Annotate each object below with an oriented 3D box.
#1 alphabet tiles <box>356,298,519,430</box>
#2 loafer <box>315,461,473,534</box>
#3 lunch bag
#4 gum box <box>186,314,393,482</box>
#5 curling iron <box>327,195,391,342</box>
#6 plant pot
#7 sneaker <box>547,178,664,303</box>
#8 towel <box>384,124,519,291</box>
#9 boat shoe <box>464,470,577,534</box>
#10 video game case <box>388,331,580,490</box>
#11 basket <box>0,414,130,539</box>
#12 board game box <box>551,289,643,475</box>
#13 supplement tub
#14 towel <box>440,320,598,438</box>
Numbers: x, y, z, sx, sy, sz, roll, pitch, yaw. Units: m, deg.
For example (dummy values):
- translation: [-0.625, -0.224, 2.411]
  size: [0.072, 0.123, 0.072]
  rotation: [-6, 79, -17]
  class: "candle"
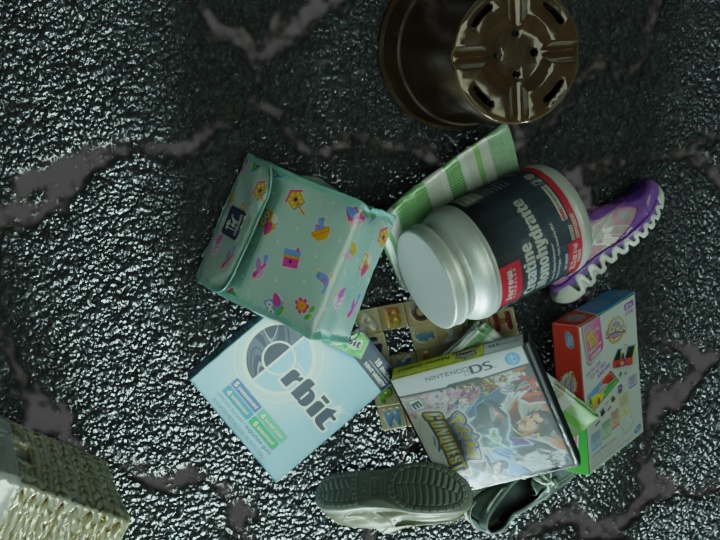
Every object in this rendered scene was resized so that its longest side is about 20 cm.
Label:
- translation: [0.104, 0.109, 1.496]
  size: [0.199, 0.008, 0.168]
  rotation: [-11, 107, 12]
  class: "alphabet tiles"
- translation: [0.045, 0.290, 1.508]
  size: [0.198, 0.076, 0.070]
  rotation: [-1, 139, 14]
  class: "loafer"
- translation: [-0.086, -0.029, 1.371]
  size: [0.199, 0.122, 0.171]
  rotation: [25, 95, 24]
  class: "lunch bag"
- translation: [-0.081, 0.128, 1.459]
  size: [0.200, 0.045, 0.170]
  rotation: [-39, 103, -6]
  class: "gum box"
- translation: [0.000, 0.000, 1.440]
  size: [0.049, 0.026, 0.201]
  rotation: [15, 68, 12]
  class: "curling iron"
- translation: [0.141, -0.251, 1.368]
  size: [0.199, 0.198, 0.202]
  rotation: [-4, 104, -15]
  class: "plant pot"
- translation: [0.300, -0.053, 1.527]
  size: [0.200, 0.080, 0.089]
  rotation: [-44, 103, -2]
  class: "sneaker"
- translation: [0.114, -0.072, 1.455]
  size: [0.199, 0.023, 0.153]
  rotation: [-35, 142, -7]
  class: "towel"
- translation: [0.233, 0.286, 1.587]
  size: [0.199, 0.062, 0.073]
  rotation: [-30, 109, -8]
  class: "boat shoe"
- translation: [0.154, 0.181, 1.465]
  size: [0.180, 0.026, 0.201]
  rotation: [-17, 118, 18]
  class: "video game case"
- translation: [-0.377, 0.297, 1.339]
  size: [0.160, 0.198, 0.201]
  rotation: [23, 95, -24]
  class: "basket"
- translation: [0.311, 0.142, 1.550]
  size: [0.153, 0.040, 0.202]
  rotation: [-22, 111, -47]
  class: "board game box"
- translation: [0.158, -0.028, 1.405]
  size: [0.199, 0.140, 0.141]
  rotation: [-26, 108, -21]
  class: "supplement tub"
- translation: [0.175, 0.163, 1.484]
  size: [0.200, 0.031, 0.149]
  rotation: [37, 121, -14]
  class: "towel"
